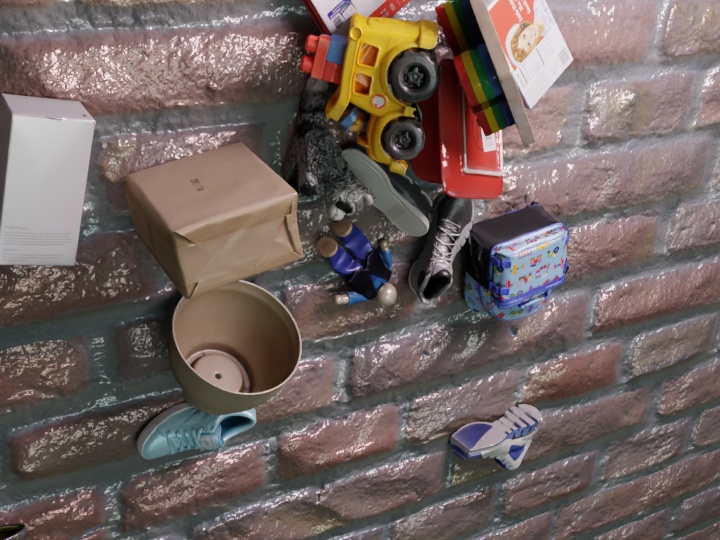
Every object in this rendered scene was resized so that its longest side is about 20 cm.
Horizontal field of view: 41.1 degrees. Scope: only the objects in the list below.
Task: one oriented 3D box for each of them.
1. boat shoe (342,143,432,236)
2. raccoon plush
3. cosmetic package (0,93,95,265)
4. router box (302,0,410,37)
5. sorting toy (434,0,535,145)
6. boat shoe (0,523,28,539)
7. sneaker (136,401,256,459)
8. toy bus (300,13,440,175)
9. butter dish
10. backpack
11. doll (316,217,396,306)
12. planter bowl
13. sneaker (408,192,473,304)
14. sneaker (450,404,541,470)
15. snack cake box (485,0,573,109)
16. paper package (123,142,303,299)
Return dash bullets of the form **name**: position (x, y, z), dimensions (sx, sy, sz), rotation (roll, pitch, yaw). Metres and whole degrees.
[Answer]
- **boat shoe**: position (0.044, -0.137, 1.517), dimensions (0.199, 0.073, 0.061), rotation (39, 51, -24)
- **raccoon plush**: position (-0.029, -0.173, 1.420), dimensions (0.132, 0.097, 0.203), rotation (6, 113, -28)
- **cosmetic package**: position (-0.412, -0.113, 1.228), dimensions (0.106, 0.085, 0.203), rotation (2, 114, -33)
- **router box**: position (-0.001, -0.432, 1.331), dimensions (0.200, 0.049, 0.180), rotation (-42, 130, -5)
- **sorting toy**: position (0.161, -0.288, 1.303), dimensions (0.069, 0.203, 0.199), rotation (-20, 156, 12)
- **boat shoe**: position (-0.593, 0.411, 1.423), dimensions (0.198, 0.071, 0.067), rotation (2, 105, -33)
- **sneaker**: position (-0.258, 0.255, 1.533), dimensions (0.198, 0.082, 0.075), rotation (-25, 126, -18)
- **toy bus**: position (0.008, -0.253, 1.326), dimensions (0.188, 0.136, 0.203), rotation (9, 115, -5)
- **butter dish**: position (0.127, -0.208, 1.481), dimensions (0.198, 0.146, 0.204), rotation (-4, 91, -54)
- **backpack**: position (0.273, 0.005, 1.696), dimensions (0.180, 0.135, 0.203), rotation (-16, 126, -22)
- **doll**: position (0.000, 0.000, 1.574), dimensions (0.137, 0.048, 0.200), rotation (-53, 137, -8)
- **planter bowl**: position (-0.203, 0.133, 1.447), dimensions (0.197, 0.203, 0.135), rotation (-2, 145, -31)
- **sneaker**: position (0.144, -0.032, 1.594), dimensions (0.074, 0.116, 0.203), rotation (17, 108, -10)
- **sneaker**: position (0.279, 0.357, 1.928), dimensions (0.196, 0.080, 0.117), rotation (-16, 121, -26)
- **snack cake box**: position (0.243, -0.368, 1.502), dimensions (0.115, 0.067, 0.200), rotation (-47, 131, -9)
- **paper package**: position (-0.199, -0.076, 1.309), dimensions (0.188, 0.200, 0.105), rotation (-20, 126, -22)
